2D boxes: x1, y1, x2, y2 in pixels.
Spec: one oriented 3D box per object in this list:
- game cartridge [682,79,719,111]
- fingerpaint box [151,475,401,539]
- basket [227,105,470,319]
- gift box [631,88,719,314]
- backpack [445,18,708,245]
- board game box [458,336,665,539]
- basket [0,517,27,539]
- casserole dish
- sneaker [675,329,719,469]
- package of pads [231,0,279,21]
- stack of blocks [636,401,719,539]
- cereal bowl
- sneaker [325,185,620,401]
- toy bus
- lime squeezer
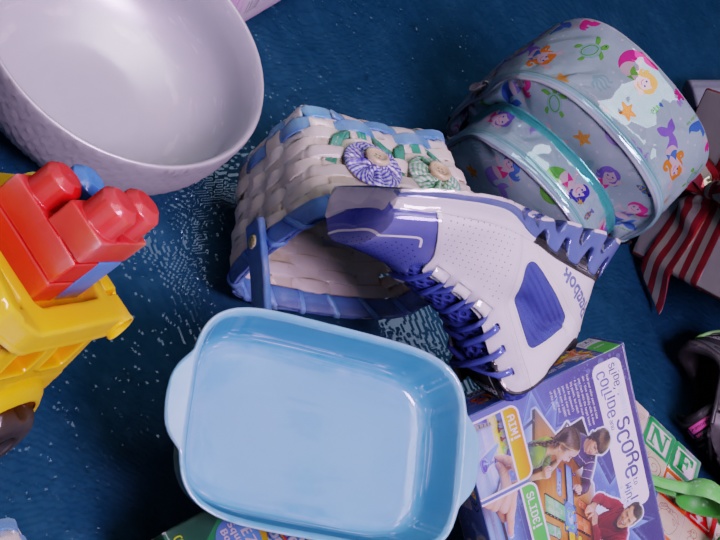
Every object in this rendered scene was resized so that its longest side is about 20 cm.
[{"bbox_3d":[0.401,-0.106,1.310,0.133,0.042,0.200,-4,60,-4],"label":"game cartridge"},{"bbox_3d":[-0.019,0.215,0.768,0.167,0.073,0.200,-21,77,-44],"label":"fingerpaint box"},{"bbox_3d":[0.000,0.000,0.868,0.176,0.139,0.200,6,65,-36],"label":"basket"},{"bbox_3d":[0.355,-0.030,1.131,0.187,0.185,0.200,19,95,-29],"label":"gift box"},{"bbox_3d":[0.161,-0.093,1.031,0.178,0.200,0.151,48,64,-5],"label":"backpack"},{"bbox_3d":[0.132,0.160,0.866,0.135,0.034,0.200,-21,105,-26],"label":"board game box"},{"bbox_3d":[-0.194,0.216,0.578,0.176,0.139,0.200,-2,54,-41],"label":"basket"},{"bbox_3d":[-0.024,0.093,0.751,0.200,0.039,0.121,16,70,-27],"label":"casserole dish"},{"bbox_3d":[0.303,0.142,1.091,0.084,0.077,0.200,3,56,-18],"label":"sneaker"},{"bbox_3d":[-0.095,-0.258,1.018,0.121,0.076,0.200,48,44,-1],"label":"package of pads"},{"bbox_3d":[0.211,0.182,0.986,0.200,0.059,0.115,42,44,-9],"label":"stack of blocks"},{"bbox_3d":[-0.168,-0.130,0.870,0.200,0.083,0.200,20,51,-27],"label":"cereal bowl"},{"bbox_3d":[0.072,0.017,0.792,0.199,0.081,0.115,12,87,-36],"label":"sneaker"},{"bbox_3d":[-0.197,0.013,0.638,0.136,0.192,0.200,57,17,7],"label":"toy bus"},{"bbox_3d":[0.248,0.193,0.940,0.200,0.038,0.071,54,44,2],"label":"lime squeezer"}]
